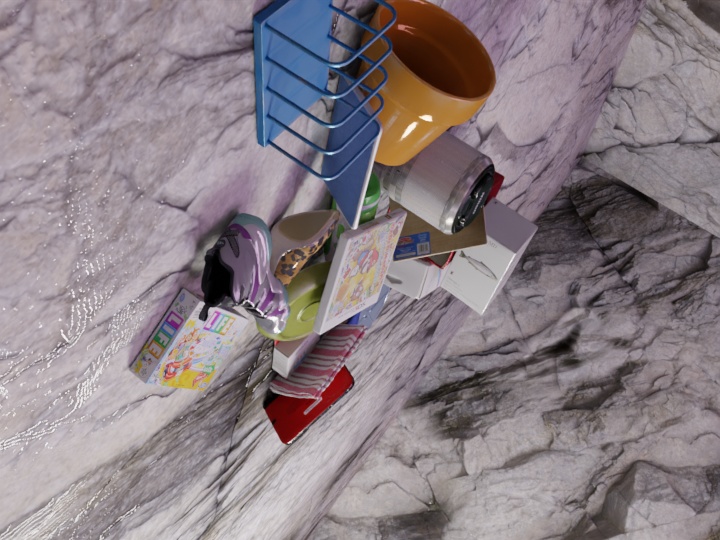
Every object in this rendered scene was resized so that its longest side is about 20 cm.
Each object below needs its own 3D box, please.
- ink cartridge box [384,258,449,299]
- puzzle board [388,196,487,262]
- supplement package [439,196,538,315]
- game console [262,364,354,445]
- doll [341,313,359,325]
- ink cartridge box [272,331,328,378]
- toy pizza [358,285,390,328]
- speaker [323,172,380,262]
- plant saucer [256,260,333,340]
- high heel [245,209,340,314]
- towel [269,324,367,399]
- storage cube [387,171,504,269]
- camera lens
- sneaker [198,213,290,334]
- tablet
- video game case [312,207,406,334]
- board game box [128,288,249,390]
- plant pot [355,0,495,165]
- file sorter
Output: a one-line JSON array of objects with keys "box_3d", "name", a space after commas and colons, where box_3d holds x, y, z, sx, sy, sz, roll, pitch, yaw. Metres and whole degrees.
[{"box_3d": [0.119, -0.020, 1.804, 0.199, 0.143, 0.089, -27, 136, -59], "name": "ink cartridge box"}, {"box_3d": [0.151, -0.106, 1.577, 0.017, 0.196, 0.154, 25, 58, -60], "name": "puzzle board"}, {"box_3d": [0.269, -0.029, 1.684, 0.117, 0.116, 0.202, -42, 161, -41], "name": "supplement package"}, {"box_3d": [-0.097, 0.266, 1.701, 0.200, 0.173, 0.119, -42, 138, 4], "name": "game console"}, {"box_3d": [0.003, 0.032, 1.694, 0.137, 0.048, 0.204, -106, -149, -71], "name": "doll"}, {"box_3d": [-0.097, 0.095, 1.579, 0.200, 0.044, 0.177, -48, 163, -31], "name": "ink cartridge box"}, {"box_3d": [0.005, 0.095, 1.905, 0.201, 0.031, 0.201, -50, 161, -23], "name": "toy pizza"}, {"box_3d": [-0.016, -0.084, 1.407, 0.088, 0.088, 0.202, -45, 160, -36], "name": "speaker"}, {"box_3d": [-0.093, 0.064, 1.425, 0.198, 0.031, 0.201, -28, 153, -16], "name": "plant saucer"}, {"box_3d": [-0.110, -0.012, 1.269, 0.198, 0.071, 0.144, -34, 150, -18], "name": "high heel"}, {"box_3d": [-0.085, 0.178, 1.627, 0.201, 0.145, 0.030, -52, 122, -31], "name": "towel"}, {"box_3d": [0.181, -0.147, 1.717, 0.179, 0.170, 0.202, -38, 156, -48], "name": "storage cube"}, {"box_3d": [0.139, -0.177, 1.483, 0.161, 0.198, 0.161, -49, 162, -22], "name": "camera lens"}, {"box_3d": [-0.173, 0.037, 1.110, 0.140, 0.077, 0.203, -48, 135, -41], "name": "sneaker"}, {"box_3d": [-0.016, -0.174, 1.178, 0.013, 0.131, 0.202, -13, 143, -25], "name": "tablet"}, {"box_3d": [0.000, 0.000, 1.403, 0.181, 0.023, 0.203, -27, 142, -50], "name": "video game case"}, {"box_3d": [-0.246, 0.107, 1.173, 0.136, 0.034, 0.200, -57, 164, -2], "name": "board game box"}, {"box_3d": [0.068, -0.261, 1.172, 0.200, 0.200, 0.184, -40, 172, -45], "name": "plant pot"}, {"box_3d": [-0.041, -0.237, 0.980, 0.139, 0.122, 0.201, -48, 161, -30], "name": "file sorter"}]
